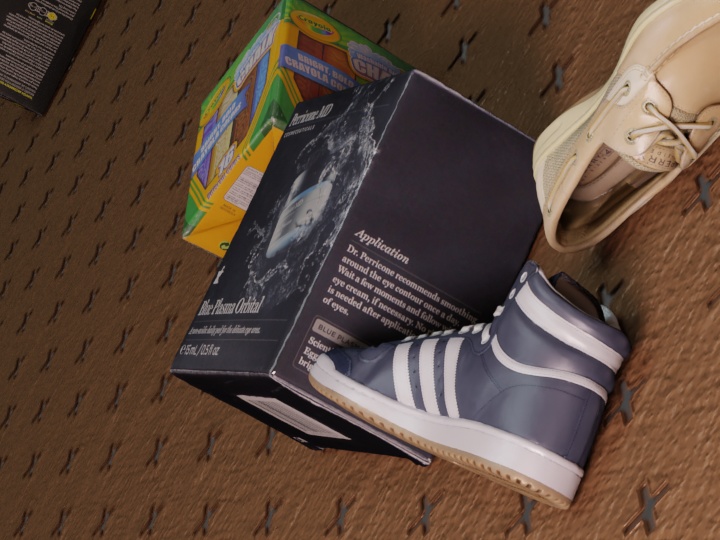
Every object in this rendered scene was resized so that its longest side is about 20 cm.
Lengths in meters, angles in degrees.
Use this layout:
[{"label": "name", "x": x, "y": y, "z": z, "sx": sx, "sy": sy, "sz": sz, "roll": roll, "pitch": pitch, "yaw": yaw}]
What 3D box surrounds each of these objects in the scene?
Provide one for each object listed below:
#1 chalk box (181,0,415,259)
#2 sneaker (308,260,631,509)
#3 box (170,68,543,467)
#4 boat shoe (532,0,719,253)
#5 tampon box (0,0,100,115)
[{"label": "chalk box", "x": -0.036, "y": -0.096, "z": 1.558, "sx": 0.124, "sy": 0.125, "sz": 0.200, "roll": -48, "pitch": 24, "yaw": 34}, {"label": "sneaker", "x": 0.059, "y": 0.045, "z": 1.155, "sx": 0.200, "sy": 0.070, "sz": 0.109, "roll": 19, "pitch": 82, "yaw": 51}, {"label": "box", "x": 0.000, "y": 0.000, "z": 1.345, "sx": 0.200, "sy": 0.117, "sz": 0.197, "roll": -64, "pitch": 19, "yaw": -12}, {"label": "boat shoe", "x": 0.154, "y": -0.077, "z": 1.134, "sx": 0.200, "sy": 0.072, "sz": 0.065, "roll": -44, "pitch": 34, "yaw": 47}, {"label": "tampon box", "x": -0.432, "y": -0.319, "z": 2.890, "sx": 0.200, "sy": 0.126, "sz": 0.150, "roll": -62, "pitch": 18, "yaw": 0}]
